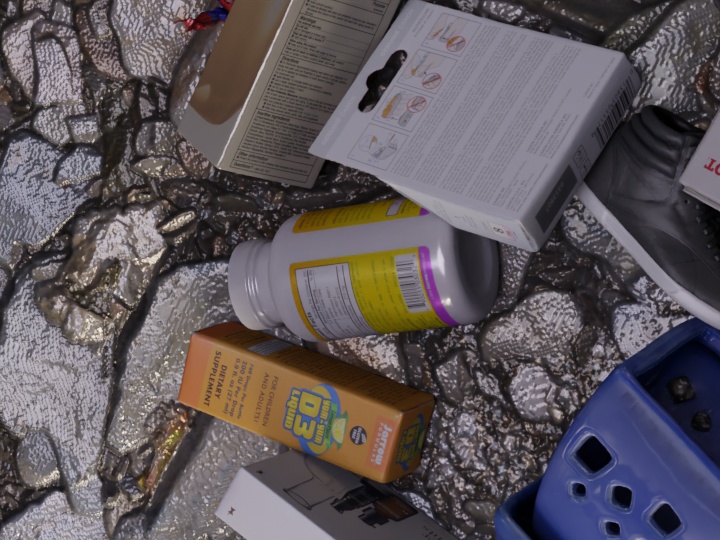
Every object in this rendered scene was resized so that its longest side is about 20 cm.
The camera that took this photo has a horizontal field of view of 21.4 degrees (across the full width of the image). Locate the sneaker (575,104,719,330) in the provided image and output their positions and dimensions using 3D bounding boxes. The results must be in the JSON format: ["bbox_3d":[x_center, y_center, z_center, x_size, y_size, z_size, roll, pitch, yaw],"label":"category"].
[{"bbox_3d":[0.247,-0.040,1.389,0.200,0.071,0.099,47,117,19],"label":"sneaker"}]

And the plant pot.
[{"bbox_3d":[0.225,0.174,1.357,0.200,0.200,0.180,48,118,13],"label":"plant pot"}]

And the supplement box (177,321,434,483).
[{"bbox_3d":[-0.045,0.105,1.546,0.200,0.069,0.067,18,104,21],"label":"supplement box"}]

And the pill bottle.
[{"bbox_3d":[0.000,0.000,1.493,0.200,0.104,0.104,-7,92,26],"label":"pill bottle"}]

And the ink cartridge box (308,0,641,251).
[{"bbox_3d":[0.086,-0.113,1.435,0.200,0.057,0.163,18,66,38],"label":"ink cartridge box"}]

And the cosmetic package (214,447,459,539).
[{"bbox_3d":[0.005,0.216,1.486,0.200,0.151,0.052,35,109,18],"label":"cosmetic package"}]

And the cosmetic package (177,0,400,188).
[{"bbox_3d":[-0.051,-0.173,1.493,0.071,0.105,0.200,42,111,43],"label":"cosmetic package"}]

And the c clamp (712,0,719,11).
[{"bbox_3d":[0.309,-0.239,1.295,0.171,0.027,0.200,-59,37,9],"label":"c clamp"}]

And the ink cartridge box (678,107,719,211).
[{"bbox_3d":[0.329,-0.106,1.287,0.200,0.083,0.147,-61,37,7],"label":"ink cartridge box"}]

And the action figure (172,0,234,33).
[{"bbox_3d":[-0.151,-0.253,1.546,0.200,0.099,0.065,36,110,16],"label":"action figure"}]
